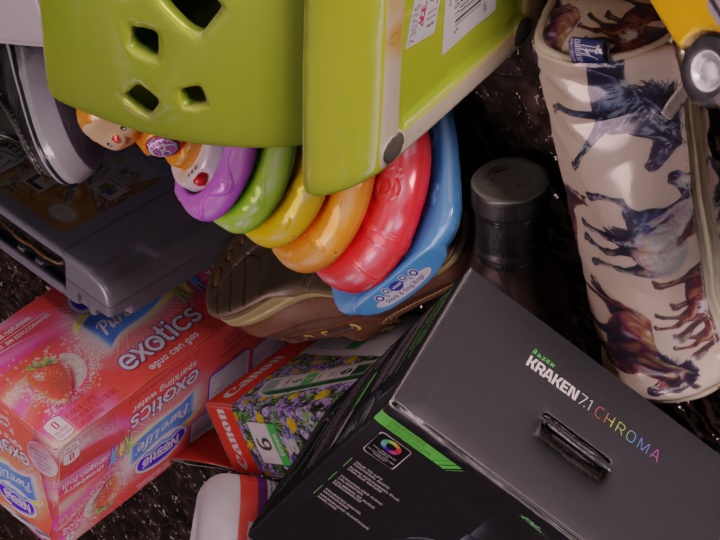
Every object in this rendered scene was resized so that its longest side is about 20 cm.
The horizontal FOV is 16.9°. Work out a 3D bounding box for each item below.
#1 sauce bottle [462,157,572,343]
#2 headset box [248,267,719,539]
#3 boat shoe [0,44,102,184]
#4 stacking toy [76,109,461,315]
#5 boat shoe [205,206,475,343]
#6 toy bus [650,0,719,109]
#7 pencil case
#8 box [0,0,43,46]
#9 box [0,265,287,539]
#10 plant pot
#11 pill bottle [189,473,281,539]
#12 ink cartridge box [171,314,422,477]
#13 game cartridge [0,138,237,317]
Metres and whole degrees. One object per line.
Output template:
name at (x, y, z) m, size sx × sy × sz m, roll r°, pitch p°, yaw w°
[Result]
sauce bottle at (0.080, 0.032, 1.274) m, size 0.066 × 0.066 × 0.201 m, roll 27°, pitch 136°, yaw 36°
headset box at (0.068, 0.114, 1.185) m, size 0.174 × 0.093 × 0.200 m, roll 37°, pitch 145°, yaw -5°
boat shoe at (-0.206, -0.107, 1.435) m, size 0.072 × 0.071 × 0.200 m, roll 60°, pitch -178°, yaw -40°
stacking toy at (-0.053, -0.057, 1.222) m, size 0.116 × 0.199 × 0.110 m, roll -38°, pitch 46°, yaw 45°
boat shoe at (0.000, 0.000, 1.353) m, size 0.067 × 0.072 × 0.199 m, roll 32°, pitch 150°, yaw -34°
toy bus at (0.158, -0.128, 0.993) m, size 0.078 × 0.065 × 0.201 m, roll -46°, pitch 62°, yaw 39°
pencil case at (0.137, -0.035, 1.129) m, size 0.089 × 0.078 × 0.201 m, roll 30°, pitch 141°, yaw 54°
box at (-0.167, -0.239, 1.264) m, size 0.106 × 0.152 × 0.201 m, roll 10°, pitch 126°, yaw 46°
box at (-0.140, 0.059, 1.448) m, size 0.094 × 0.200 × 0.103 m, roll 35°, pitch 143°, yaw 24°
plant pot at (-0.020, -0.167, 1.113) m, size 0.181 × 0.199 × 0.201 m, roll 27°, pitch 138°, yaw 25°
pill bottle at (0.000, 0.182, 1.388) m, size 0.199 × 0.113 × 0.113 m, roll 7°, pitch 140°, yaw -6°
ink cartridge box at (-0.025, 0.070, 1.395) m, size 0.199 × 0.109 × 0.051 m, roll 1°, pitch 120°, yaw 51°
game cartridge at (-0.167, -0.054, 1.444) m, size 0.200 × 0.133 × 0.042 m, roll 33°, pitch 141°, yaw 30°
